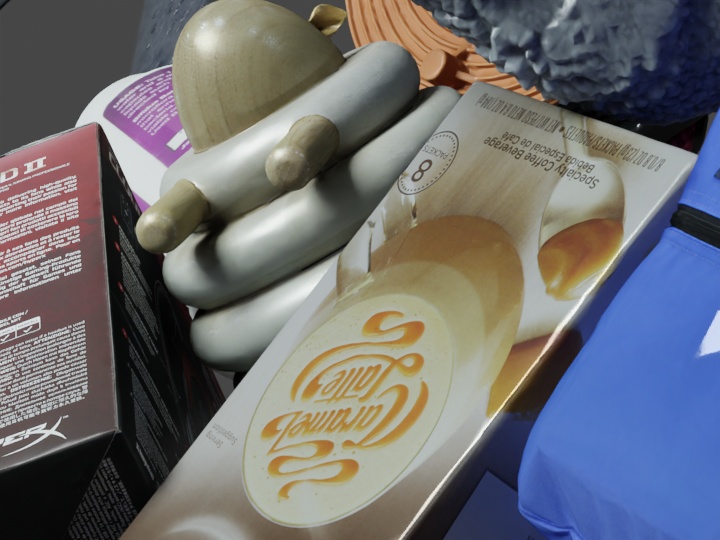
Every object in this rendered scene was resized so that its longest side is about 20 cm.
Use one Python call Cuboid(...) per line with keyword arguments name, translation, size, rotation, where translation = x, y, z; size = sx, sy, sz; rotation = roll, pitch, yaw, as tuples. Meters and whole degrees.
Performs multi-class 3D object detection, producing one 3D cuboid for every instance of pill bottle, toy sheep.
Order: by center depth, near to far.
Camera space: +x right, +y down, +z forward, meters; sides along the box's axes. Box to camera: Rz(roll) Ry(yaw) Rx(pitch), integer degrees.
Cuboid(name="toy sheep", translation=(0.000, 0.000, 0.714), size=(0.137, 0.201, 0.138), rotation=(-27, 12, 6))
Cuboid(name="pill bottle", translation=(-0.062, -0.029, 0.942), size=(0.113, 0.112, 0.200), rotation=(-58, 27, 1))

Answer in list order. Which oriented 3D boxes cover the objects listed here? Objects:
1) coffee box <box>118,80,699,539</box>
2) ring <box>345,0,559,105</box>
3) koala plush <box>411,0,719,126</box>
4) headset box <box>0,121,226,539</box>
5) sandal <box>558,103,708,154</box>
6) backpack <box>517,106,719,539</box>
Cuboid(name="coffee box", translation=(0.023, 0.058, 0.587), size=(0.200, 0.080, 0.114), rotation=(-53, 31, -7))
Cuboid(name="ring", translation=(0.060, -0.148, 0.790), size=(0.200, 0.019, 0.202), rotation=(-25, 53, 39))
Cuboid(name="koala plush", translation=(0.070, -0.138, 0.648), size=(0.178, 0.184, 0.200), rotation=(-50, 7, 10))
Cuboid(name="headset box", translation=(-0.090, 0.058, 0.721), size=(0.075, 0.149, 0.200), rotation=(-19, 35, 4))
Cuboid(name="sandal", translation=(0.096, -0.050, 0.785), size=(0.199, 0.045, 0.075), rotation=(-33, 41, 16))
Cuboid(name="backpack", translation=(0.149, 0.022, 0.481), size=(0.201, 0.168, 0.162), rotation=(-56, 36, -1))
